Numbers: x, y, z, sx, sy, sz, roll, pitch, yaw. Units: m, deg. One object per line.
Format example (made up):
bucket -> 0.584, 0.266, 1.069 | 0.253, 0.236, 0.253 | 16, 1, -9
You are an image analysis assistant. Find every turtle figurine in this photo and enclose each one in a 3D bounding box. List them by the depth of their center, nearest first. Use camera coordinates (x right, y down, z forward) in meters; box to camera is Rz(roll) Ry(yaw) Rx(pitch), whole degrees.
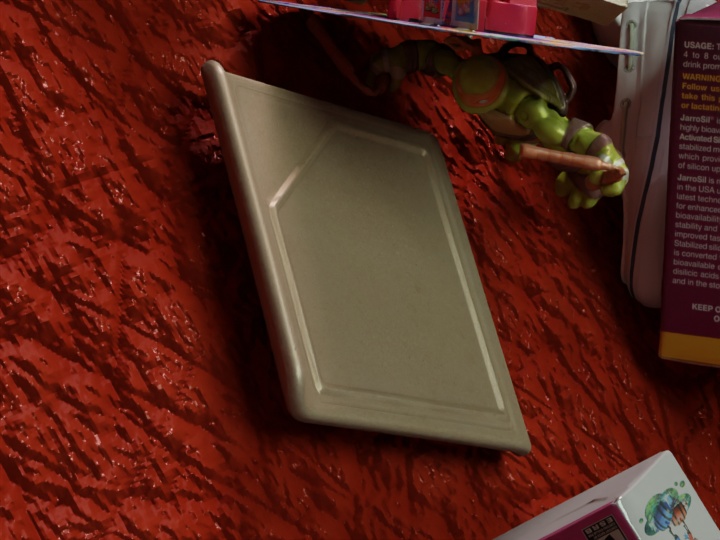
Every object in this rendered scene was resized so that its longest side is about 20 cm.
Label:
turtle figurine -> 0.077, -0.092, 1.206 | 0.199, 0.065, 0.161 | 25, -1, 25

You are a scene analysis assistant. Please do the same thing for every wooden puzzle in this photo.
wooden puzzle -> 0.000, 0.000, 1.109 | 0.199, 0.037, 0.186 | 17, 51, -51

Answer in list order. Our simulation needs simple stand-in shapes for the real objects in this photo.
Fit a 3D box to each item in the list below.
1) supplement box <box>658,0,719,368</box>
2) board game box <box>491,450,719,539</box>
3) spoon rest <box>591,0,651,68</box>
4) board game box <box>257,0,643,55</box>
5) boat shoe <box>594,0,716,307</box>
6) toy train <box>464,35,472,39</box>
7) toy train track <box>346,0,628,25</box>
supplement box -> 0.241, -0.053, 1.296 | 0.131, 0.102, 0.202 | -29, 122, -62
board game box -> 0.124, 0.204, 1.002 | 0.201, 0.147, 0.064 | 57, 33, -1
spoon rest -> 0.208, -0.120, 1.437 | 0.099, 0.060, 0.201 | -16, 78, -55
board game box -> 0.050, -0.142, 1.144 | 0.157, 0.199, 0.039 | 1, 101, -43
boat shoe -> 0.173, -0.072, 1.354 | 0.074, 0.066, 0.201 | 57, 42, -58
toy train -> -0.005, -0.222, 1.242 | 0.115, 0.085, 0.201 | -5, 73, -36
toy train track -> 0.054, -0.175, 1.207 | 0.199, 0.115, 0.033 | 13, 63, -23
